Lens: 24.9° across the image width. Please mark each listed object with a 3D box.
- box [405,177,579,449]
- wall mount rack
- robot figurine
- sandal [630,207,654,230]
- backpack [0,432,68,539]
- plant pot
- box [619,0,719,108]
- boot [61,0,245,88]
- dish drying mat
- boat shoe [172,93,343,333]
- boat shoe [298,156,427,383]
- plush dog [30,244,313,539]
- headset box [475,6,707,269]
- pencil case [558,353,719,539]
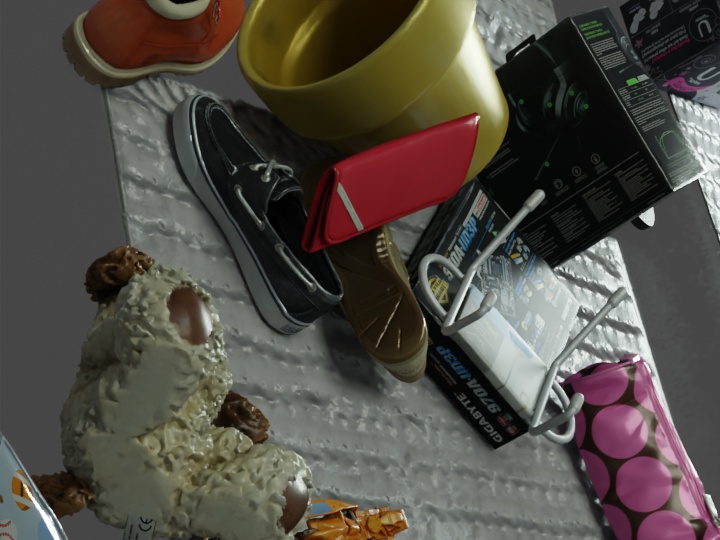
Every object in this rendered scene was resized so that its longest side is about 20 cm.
[{"bbox_3d":[0.109,0.034,1.420,0.159,0.046,0.201,48,36,-13],"label":"box"},{"bbox_3d":[0.142,0.037,1.352,0.200,0.074,0.174,48,36,-14],"label":"wall mount rack"},{"bbox_3d":[-0.035,0.214,1.087,0.199,0.058,0.146,1,61,-51],"label":"robot figurine"},{"bbox_3d":[0.257,-0.124,1.729,0.200,0.045,0.076,41,38,-22],"label":"sandal"},{"bbox_3d":[-0.235,0.175,0.805,0.190,0.153,0.201,-38,97,-45],"label":"backpack"},{"bbox_3d":[0.028,-0.167,1.367,0.189,0.199,0.202,46,33,-40],"label":"plant pot"},{"bbox_3d":[0.433,-0.284,1.999,0.199,0.132,0.116,9,60,-47],"label":"box"},{"bbox_3d":[-0.132,-0.204,1.263,0.075,0.107,0.200,55,33,1],"label":"boot"},{"bbox_3d":[0.029,-0.069,1.260,0.018,0.078,0.199,30,31,27],"label":"dish drying mat"},{"bbox_3d":[-0.075,-0.054,1.244,0.071,0.068,0.202,-11,72,-53],"label":"boat shoe"},{"bbox_3d":[0.000,0.000,1.307,0.065,0.071,0.202,67,1,-60],"label":"boat shoe"},{"bbox_3d":[-0.131,0.082,1.037,0.201,0.159,0.172,62,13,-23],"label":"plush dog"},{"bbox_3d":[0.196,-0.127,1.544,0.092,0.174,0.201,-24,81,-54],"label":"headset box"},{"bbox_3d":[0.251,0.172,1.445,0.090,0.093,0.202,-6,67,-52],"label":"pencil case"}]
